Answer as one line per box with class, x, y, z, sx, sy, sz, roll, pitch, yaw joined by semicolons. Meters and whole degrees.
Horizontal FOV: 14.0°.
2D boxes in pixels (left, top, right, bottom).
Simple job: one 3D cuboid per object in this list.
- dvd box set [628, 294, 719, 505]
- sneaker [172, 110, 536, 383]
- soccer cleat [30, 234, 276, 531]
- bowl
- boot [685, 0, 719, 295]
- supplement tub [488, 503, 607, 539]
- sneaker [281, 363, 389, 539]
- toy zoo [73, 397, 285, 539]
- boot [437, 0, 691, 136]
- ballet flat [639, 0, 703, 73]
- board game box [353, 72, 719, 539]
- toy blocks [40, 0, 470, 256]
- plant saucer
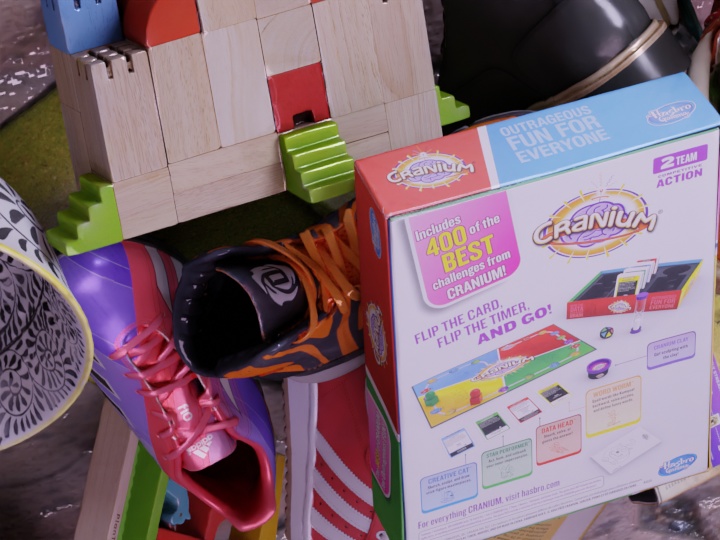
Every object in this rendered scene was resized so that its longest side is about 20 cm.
dvd box set;0.191;0.008;1.412;0.199;0.147;0.029;-24;-172;-27
sneaker;0.000;0.000;1.269;0.200;0.078;0.112;-37;165;31
soccer cleat;-0.087;0.050;1.347;0.068;0.073;0.200;-27;144;5
bowl;-0.213;-0.004;1.252;0.200;0.095;0.201;-1;145;-1
boot;0.183;-0.098;1.306;0.075;0.201;0.107;1;145;16
supplement tub;0.068;0.076;1.492;0.145;0.146;0.200;3;136;-33
sneaker;0.026;0.101;1.388;0.071;0.112;0.201;-37;130;-46
toy zoo;-0.089;0.146;1.494;0.020;0.132;0.200;8;172;26
boot;0.051;-0.121;1.312;0.077;0.139;0.200;-43;-168;-31
ballet flat;0.128;-0.119;1.350;0.067;0.071;0.200;-31;144;2
board game box;0.078;0.023;1.256;0.152;0.040;0.201;-15;131;-14
toy blocks;-0.052;-0.102;1.224;0.199;0.100;0.137;-18;111;-21
plant saucer;-0.090;-0.017;1.366;0.199;0.048;0.200;-36;143;14
